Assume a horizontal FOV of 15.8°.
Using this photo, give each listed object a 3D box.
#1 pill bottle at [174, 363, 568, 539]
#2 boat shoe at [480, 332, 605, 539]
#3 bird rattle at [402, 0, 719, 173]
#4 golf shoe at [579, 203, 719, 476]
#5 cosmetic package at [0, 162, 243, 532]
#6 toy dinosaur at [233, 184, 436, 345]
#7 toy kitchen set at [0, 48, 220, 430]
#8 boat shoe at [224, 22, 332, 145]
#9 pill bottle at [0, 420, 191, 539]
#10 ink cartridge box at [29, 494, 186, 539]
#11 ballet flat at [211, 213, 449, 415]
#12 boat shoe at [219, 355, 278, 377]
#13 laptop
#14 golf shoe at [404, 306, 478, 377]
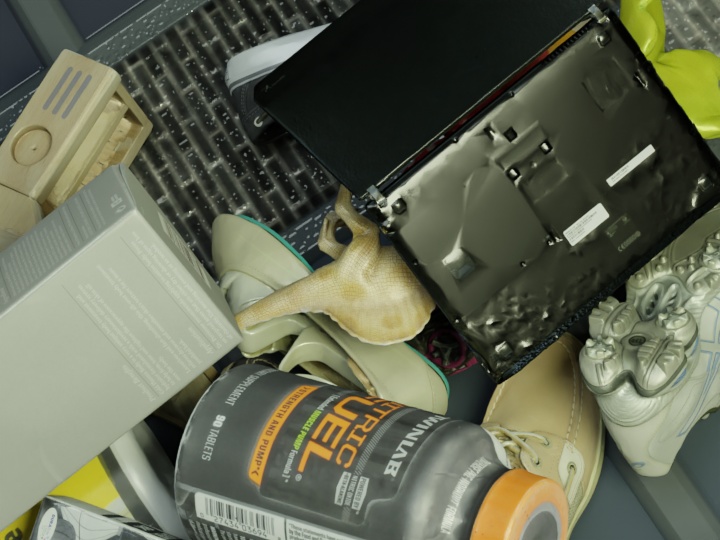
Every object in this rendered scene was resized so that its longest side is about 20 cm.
[{"bbox_3d":[0.009,0.121,1.375,0.199,0.106,0.107,14,69,30],"label":"pill bottle"},{"bbox_3d":[0.090,0.119,1.465,0.072,0.065,0.201,6,67,23],"label":"boat shoe"},{"bbox_3d":[0.115,-0.099,1.543,0.199,0.113,0.163,-30,19,4],"label":"bird rattle"},{"bbox_3d":[0.184,0.033,1.473,0.078,0.098,0.200,9,40,31],"label":"golf shoe"},{"bbox_3d":[-0.176,0.049,1.433,0.200,0.107,0.090,-35,25,3],"label":"cosmetic package"},{"bbox_3d":[0.000,0.000,1.450,0.199,0.058,0.102,-5,57,4],"label":"toy dinosaur"},{"bbox_3d":[-0.155,-0.033,1.575,0.199,0.163,0.181,23,74,28],"label":"toy kitchen set"},{"bbox_3d":[0.013,-0.127,1.623,0.199,0.070,0.067,-16,77,9],"label":"boat shoe"},{"bbox_3d":[-0.200,0.167,1.519,0.199,0.112,0.112,-33,58,2],"label":"pill bottle"},{"bbox_3d":[-0.097,0.201,1.416,0.199,0.039,0.100,18,89,17],"label":"ink cartridge box"},{"bbox_3d":[-0.035,0.035,1.501,0.200,0.070,0.070,35,80,32],"label":"ballet flat"},{"bbox_3d":[-0.013,0.118,1.489,0.063,0.072,0.200,-48,58,28],"label":"boat shoe"},{"bbox_3d":[0.073,-0.073,1.445,0.177,0.200,0.103,-39,13,-8],"label":"laptop"},{"bbox_3d":[0.071,0.015,1.530,0.199,0.092,0.073,-21,91,28],"label":"golf shoe"}]
